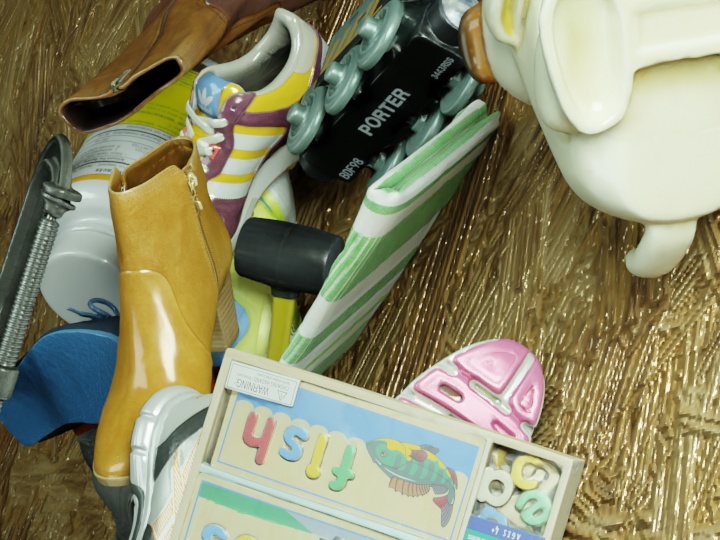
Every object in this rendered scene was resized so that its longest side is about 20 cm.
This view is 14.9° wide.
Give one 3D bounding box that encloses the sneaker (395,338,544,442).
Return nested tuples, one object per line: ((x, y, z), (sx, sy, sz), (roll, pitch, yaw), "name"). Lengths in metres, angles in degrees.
((0.029, 0.120, 1.471), (0.200, 0.074, 0.087), (-57, -3, 4), "sneaker")

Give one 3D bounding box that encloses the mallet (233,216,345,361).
((-0.044, 0.067, 1.707), (0.041, 0.065, 0.201), (-32, -55, -68), "mallet")

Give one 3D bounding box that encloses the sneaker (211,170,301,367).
((-0.094, -0.017, 1.795), (0.076, 0.104, 0.201), (82, -177, -50), "sneaker")

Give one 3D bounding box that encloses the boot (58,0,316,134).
((-0.091, -0.173, 1.798), (0.188, 0.069, 0.200), (-20, 14, 27), "boot")

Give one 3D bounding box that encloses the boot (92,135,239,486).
((-0.128, 0.019, 1.627), (0.201, 0.070, 0.145), (-64, -35, -54), "boot")

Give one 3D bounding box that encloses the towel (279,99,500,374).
((0.000, 0.000, 1.588), (0.153, 0.023, 0.200), (-42, -12, -53), "towel")

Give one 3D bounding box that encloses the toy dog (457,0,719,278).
((0.129, -0.113, 1.364), (0.200, 0.139, 0.195), (-128, 22, -61), "toy dog")

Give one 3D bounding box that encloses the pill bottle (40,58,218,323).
((-0.148, -0.051, 1.883), (0.109, 0.109, 0.200), (-47, 14, 47), "pill bottle")

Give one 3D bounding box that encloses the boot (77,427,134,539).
((-0.098, 0.167, 1.725), (0.200, 0.070, 0.132), (12, 119, 56), "boot")

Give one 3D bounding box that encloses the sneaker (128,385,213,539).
((-0.091, 0.163, 1.538), (0.080, 0.074, 0.201), (-5, 80, 43), "sneaker")

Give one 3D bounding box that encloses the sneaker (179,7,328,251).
((-0.093, -0.078, 1.743), (0.075, 0.090, 0.200), (25, 69, 40), "sneaker")

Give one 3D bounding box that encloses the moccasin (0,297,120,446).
((-0.180, 0.058, 1.798), (0.068, 0.081, 0.200), (-37, 11, -33), "moccasin")

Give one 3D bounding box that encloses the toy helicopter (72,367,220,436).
((-0.111, 0.052, 1.851), (0.201, 0.079, 0.132), (-62, 16, -5), "toy helicopter")

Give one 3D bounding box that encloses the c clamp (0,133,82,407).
((-0.217, 0.010, 1.790), (0.171, 0.027, 0.201), (-155, 81, -76), "c clamp")

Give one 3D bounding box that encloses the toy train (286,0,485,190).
((0.024, -0.128, 1.660), (0.200, 0.085, 0.114), (-45, 22, 53), "toy train")

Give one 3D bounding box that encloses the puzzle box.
((0.003, 0.131, 1.411), (0.025, 0.199, 0.134), (15, -89, -71), "puzzle box")
